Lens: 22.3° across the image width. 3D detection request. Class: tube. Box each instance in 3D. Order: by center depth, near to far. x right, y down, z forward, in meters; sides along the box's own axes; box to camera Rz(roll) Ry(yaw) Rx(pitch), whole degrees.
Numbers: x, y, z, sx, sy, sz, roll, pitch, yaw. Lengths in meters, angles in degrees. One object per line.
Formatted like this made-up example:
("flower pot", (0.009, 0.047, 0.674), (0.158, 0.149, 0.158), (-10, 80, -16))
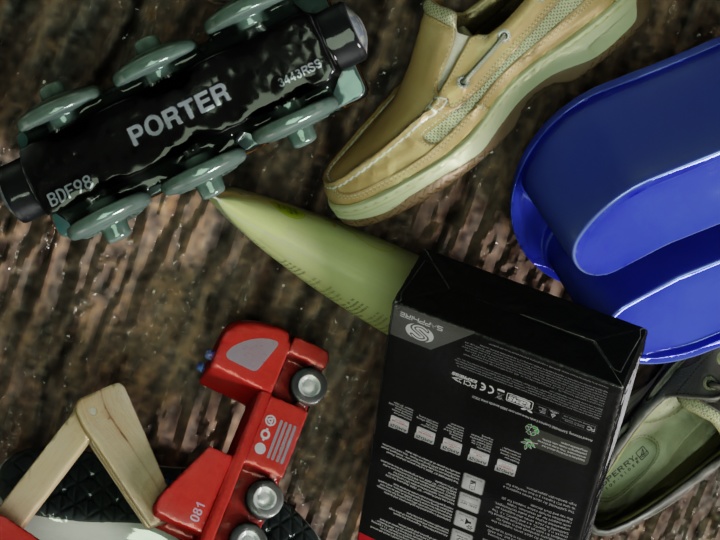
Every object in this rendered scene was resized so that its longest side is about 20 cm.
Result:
("tube", (0.000, 0.000, 0.975), (0.199, 0.052, 0.058), (27, 140, -15))

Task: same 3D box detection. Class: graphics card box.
("graphics card box", (0.069, 0.094, 0.959), (0.124, 0.051, 0.201), (20, 135, 14))

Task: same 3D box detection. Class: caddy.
("caddy", (0.178, -0.043, 0.954), (0.198, 0.106, 0.142), (-21, 132, 3))

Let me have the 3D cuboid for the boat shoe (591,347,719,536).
("boat shoe", (0.193, 0.074, 1.009), (0.072, 0.066, 0.201), (42, 102, -16))

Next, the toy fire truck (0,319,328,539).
("toy fire truck", (-0.111, 0.106, 0.965), (0.140, 0.049, 0.202), (24, 70, -8))

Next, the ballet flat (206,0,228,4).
("ballet flat", (-0.003, -0.178, 0.915), (0.198, 0.071, 0.070), (-17, 107, 2))

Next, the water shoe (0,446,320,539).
("water shoe", (-0.115, 0.154, 1.028), (0.198, 0.072, 0.079), (19, 133, -10))

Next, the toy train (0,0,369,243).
("toy train", (-0.085, -0.078, 0.919), (0.198, 0.114, 0.086), (-26, 92, 6))

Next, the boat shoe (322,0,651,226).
("boat shoe", (0.051, -0.108, 0.939), (0.200, 0.072, 0.076), (-40, 119, -1))
